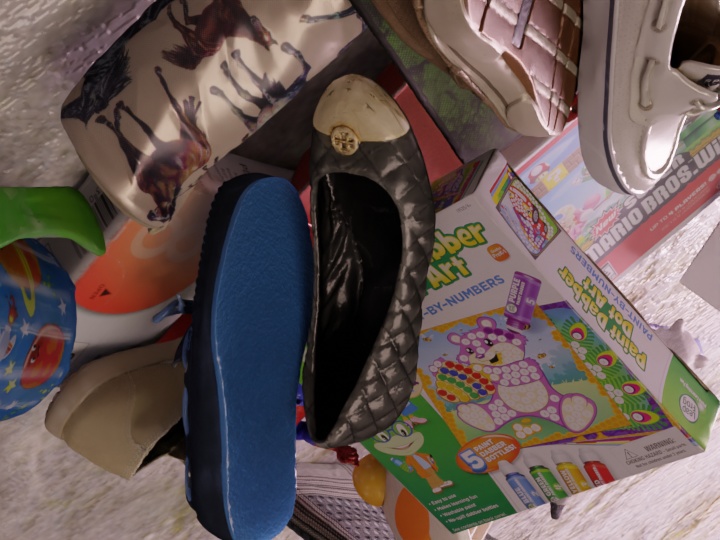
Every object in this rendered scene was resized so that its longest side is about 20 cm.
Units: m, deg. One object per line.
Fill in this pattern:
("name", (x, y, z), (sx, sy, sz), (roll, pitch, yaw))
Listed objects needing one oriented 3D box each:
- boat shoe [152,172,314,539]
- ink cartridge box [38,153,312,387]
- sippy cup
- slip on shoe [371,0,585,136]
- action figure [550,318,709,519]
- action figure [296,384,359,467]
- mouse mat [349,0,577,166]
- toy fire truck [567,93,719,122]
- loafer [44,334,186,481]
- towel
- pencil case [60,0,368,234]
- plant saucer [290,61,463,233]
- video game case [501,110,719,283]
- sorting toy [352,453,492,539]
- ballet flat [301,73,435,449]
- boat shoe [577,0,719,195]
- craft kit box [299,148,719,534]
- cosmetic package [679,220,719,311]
("boat shoe", (-0.075, 0.047, 0.873), (0.084, 0.068, 0.202), (1, 100, -43))
("ink cartridge box", (-0.097, 0.008, 0.945), (0.199, 0.050, 0.162), (14, 127, -46))
("sippy cup", (-0.209, 0.022, 0.800), (0.130, 0.177, 0.141), (18, 81, -64))
("slip on shoe", (0.053, -0.113, 0.737), (0.200, 0.060, 0.077), (20, 86, -67))
("action figure", (0.204, 0.105, 1.301), (0.199, 0.105, 0.193), (2, 145, -40))
("action figure", (-0.019, 0.092, 1.091), (0.200, 0.099, 0.065), (-43, 147, 23))
("mouse mat", (0.082, -0.141, 0.779), (0.161, 0.008, 0.200), (-37, 146, 4))
("toy fire truck", (0.181, -0.112, 0.925), (0.141, 0.049, 0.200), (-42, 136, 6))
("loafer", (-0.094, 0.075, 0.967), (0.199, 0.068, 0.076), (-20, 155, -45))
("towel", (0.036, 0.192, 1.194), (0.199, 0.192, 0.035), (14, 103, -47))
("pencil case", (-0.053, -0.107, 0.782), (0.200, 0.078, 0.089), (-42, 119, 9))
("plant saucer", (0.066, -0.084, 0.959), (0.200, 0.037, 0.199), (-45, 147, 13))
("video game case", (0.171, -0.068, 1.032), (0.143, 0.017, 0.200), (-40, 147, 4))
("sorting toy", (0.077, 0.074, 1.094), (0.200, 0.106, 0.181), (-54, 165, -38))
("ballet flat", (0.000, 0.000, 0.832), (0.057, 0.066, 0.201), (-34, 130, -49))
("boat shoe", (0.150, -0.103, 0.797), (0.071, 0.069, 0.201), (-50, 151, -31))
("craft kit box", (0.062, 0.049, 0.919), (0.199, 0.198, 0.049), (-28, -159, 43))
("cosmetic package", (0.306, -0.079, 1.118), (0.151, 0.052, 0.201), (-45, 166, -48))
